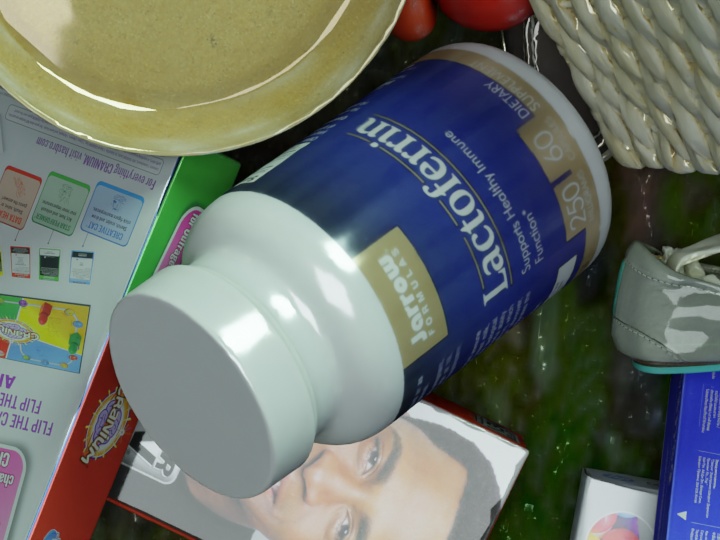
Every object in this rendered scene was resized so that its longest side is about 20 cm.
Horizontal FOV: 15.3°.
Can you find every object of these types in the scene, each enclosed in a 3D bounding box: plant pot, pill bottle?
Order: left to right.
[{"bbox_3d":[-0.074,-0.146,1.061,0.200,0.027,0.200,-1,98,-11],"label":"plant pot"},{"bbox_3d":[0.000,0.000,1.091,0.200,0.116,0.116,-37,91,-32],"label":"pill bottle"}]

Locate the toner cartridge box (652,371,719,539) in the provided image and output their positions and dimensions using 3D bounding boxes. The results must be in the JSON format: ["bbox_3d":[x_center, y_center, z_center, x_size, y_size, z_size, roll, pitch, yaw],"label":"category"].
[{"bbox_3d":[0.170,0.120,1.111,0.095,0.043,0.200,12,52,0],"label":"toner cartridge box"}]

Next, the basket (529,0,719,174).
[{"bbox_3d":[0.164,-0.148,1.041,0.161,0.198,0.200,-39,113,-20],"label":"basket"}]

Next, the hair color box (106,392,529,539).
[{"bbox_3d":[-0.037,0.076,1.164,0.200,0.061,0.102,25,91,0],"label":"hair color box"}]

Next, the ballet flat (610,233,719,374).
[{"bbox_3d":[0.205,0.011,1.124,0.200,0.067,0.064,0,100,-8],"label":"ballet flat"}]

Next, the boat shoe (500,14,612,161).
[{"bbox_3d":[0.100,-0.144,1.152,0.072,0.060,0.200,7,92,1],"label":"boat shoe"}]

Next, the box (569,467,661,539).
[{"bbox_3d":[0.182,0.181,1.173,0.200,0.041,0.156,10,92,0],"label":"box"}]

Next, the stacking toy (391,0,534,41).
[{"bbox_3d":[-0.019,-0.121,1.131,0.200,0.085,0.086,-7,92,10],"label":"stacking toy"}]

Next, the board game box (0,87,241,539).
[{"bbox_3d":[-0.153,0.021,1.131,0.153,0.040,0.200,22,89,34],"label":"board game box"}]
